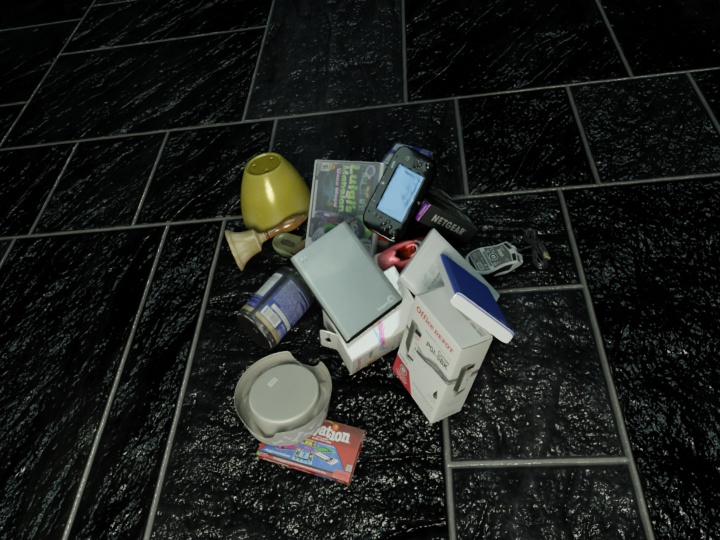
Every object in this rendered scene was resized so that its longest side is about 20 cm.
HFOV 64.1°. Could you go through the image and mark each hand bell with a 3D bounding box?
[{"bbox_3d":[-0.225,-0.090,1.419,0.195,0.106,0.105,-25,50,-7],"label":"hand bell"}]

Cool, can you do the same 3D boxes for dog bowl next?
[{"bbox_3d":[-0.149,0.255,1.139,0.192,0.060,0.203,-3,38,3],"label":"dog bowl"}]

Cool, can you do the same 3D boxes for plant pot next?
[{"bbox_3d":[-0.229,-0.213,1.483,0.193,0.145,0.204,-7,43,7],"label":"plant pot"}]

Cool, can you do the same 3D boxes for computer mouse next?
[{"bbox_3d":[0.327,-0.028,1.305,0.193,0.045,0.112,-15,55,-8],"label":"computer mouse"}]

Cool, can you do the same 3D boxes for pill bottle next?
[{"bbox_3d":[-0.172,0.066,1.282,0.110,0.114,0.201,27,60,29],"label":"pill bottle"}]

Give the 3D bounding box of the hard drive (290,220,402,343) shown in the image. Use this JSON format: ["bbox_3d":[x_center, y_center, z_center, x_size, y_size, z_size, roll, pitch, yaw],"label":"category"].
[{"bbox_3d":[-0.028,0.021,1.127,0.138,0.033,0.202,-33,73,-13],"label":"hard drive"}]

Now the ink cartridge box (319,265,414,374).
[{"bbox_3d":[0.013,0.111,1.180,0.196,0.129,0.127,-29,72,-12],"label":"ink cartridge box"}]

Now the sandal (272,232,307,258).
[{"bbox_3d":[-0.138,-0.061,1.411,0.195,0.058,0.081,13,50,23],"label":"sandal"}]

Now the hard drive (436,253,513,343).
[{"bbox_3d":[0.207,0.046,1.070,0.026,0.130,0.201,-51,13,16],"label":"hard drive"}]

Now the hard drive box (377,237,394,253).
[{"bbox_3d":[-0.001,-0.123,1.371,0.195,0.158,0.078,20,57,26],"label":"hard drive box"}]

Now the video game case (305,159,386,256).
[{"bbox_3d":[-0.036,-0.141,1.286,0.176,0.023,0.208,7,90,26],"label":"video game case"}]

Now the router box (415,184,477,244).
[{"bbox_3d":[0.170,-0.150,1.341,0.051,0.197,0.151,-50,48,21],"label":"router box"}]

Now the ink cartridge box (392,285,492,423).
[{"bbox_3d":[0.147,0.156,1.078,0.081,0.205,0.147,-13,44,-30],"label":"ink cartridge box"}]

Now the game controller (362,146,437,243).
[{"bbox_3d":[0.084,-0.163,1.225,0.102,0.042,0.204,28,80,-5],"label":"game controller"}]

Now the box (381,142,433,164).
[{"bbox_3d":[0.100,-0.259,1.540,0.118,0.033,0.202,20,56,25],"label":"box"}]

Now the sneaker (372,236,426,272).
[{"bbox_3d":[0.114,-0.033,1.252,0.197,0.086,0.076,-22,82,-40],"label":"sneaker"}]

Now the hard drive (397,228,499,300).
[{"bbox_3d":[0.182,0.033,1.171,0.199,0.027,0.133,43,65,-8],"label":"hard drive"}]

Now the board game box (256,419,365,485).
[{"bbox_3d":[-0.095,0.335,1.112,0.193,0.020,0.105,9,53,18],"label":"board game box"}]
